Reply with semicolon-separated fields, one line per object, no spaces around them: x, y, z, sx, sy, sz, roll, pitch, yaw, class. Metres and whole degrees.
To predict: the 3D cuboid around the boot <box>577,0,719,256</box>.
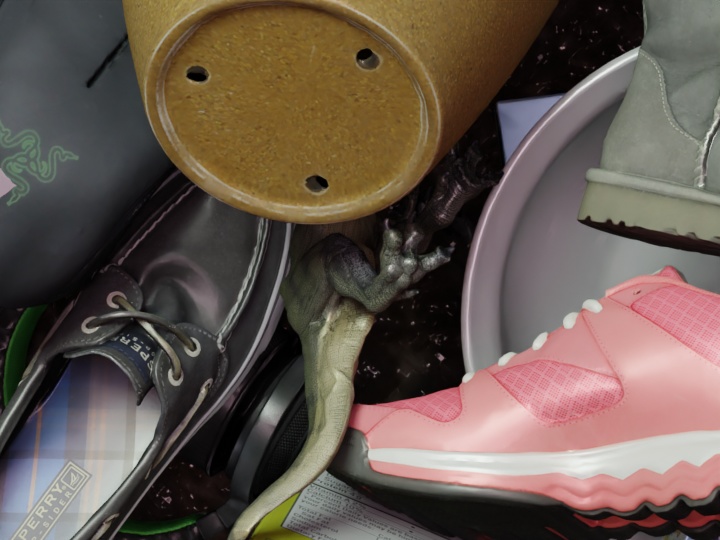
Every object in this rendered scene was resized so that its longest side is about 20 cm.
0.158;-0.099;0.932;0.182;0.073;0.200;12;86;25;boot

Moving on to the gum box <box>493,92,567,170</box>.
0.160;0.008;1.111;0.200;0.045;0.170;-8;89;2;gum box

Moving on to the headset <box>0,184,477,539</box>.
-0.049;0.024;1.116;0.200;0.094;0.124;-33;87;16;headset

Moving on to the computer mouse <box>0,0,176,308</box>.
-0.096;-0.073;1.012;0.138;0.053;0.200;37;50;-11;computer mouse

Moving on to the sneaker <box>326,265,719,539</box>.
0.082;0.043;0.958;0.200;0.074;0.087;-2;69;22;sneaker

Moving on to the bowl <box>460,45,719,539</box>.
0.132;0.010;1.038;0.201;0.090;0.201;0;96;-3;bowl

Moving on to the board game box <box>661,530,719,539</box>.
0.213;0.091;0.988;0.200;0.034;0.135;24;93;-5;board game box

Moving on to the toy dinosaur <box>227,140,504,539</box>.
0.000;0.000;0.975;0.047;0.200;0.088;34;127;-24;toy dinosaur

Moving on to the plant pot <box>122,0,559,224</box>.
-0.004;-0.114;0.954;0.186;0.200;0.187;5;133;6;plant pot

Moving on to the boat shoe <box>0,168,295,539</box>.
-0.087;0.039;1.033;0.070;0.066;0.200;36;84;2;boat shoe

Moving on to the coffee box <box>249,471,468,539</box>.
0.029;0.197;1.015;0.200;0.198;0.200;23;106;3;coffee box
